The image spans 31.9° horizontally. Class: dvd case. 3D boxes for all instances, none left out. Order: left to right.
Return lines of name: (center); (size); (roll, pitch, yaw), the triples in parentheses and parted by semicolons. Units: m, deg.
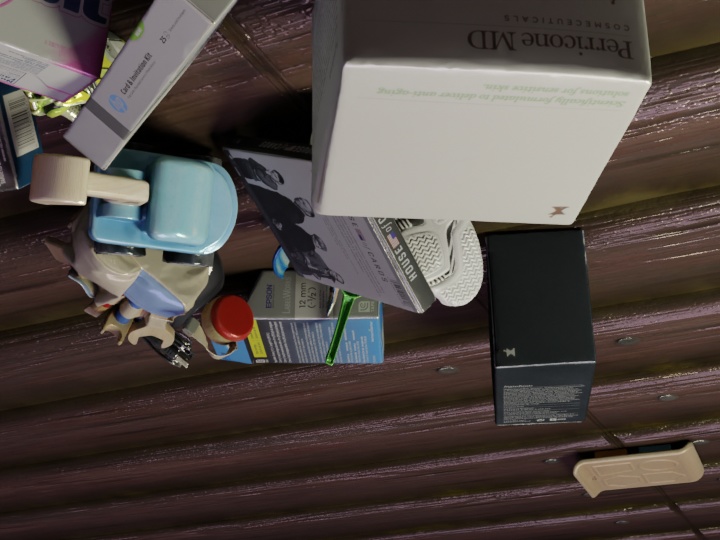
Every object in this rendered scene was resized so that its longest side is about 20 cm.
dvd case: (-0.030, -0.043, 1.076); (0.199, 0.025, 0.151); (15, 140, 55)

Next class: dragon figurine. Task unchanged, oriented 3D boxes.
dragon figurine: (-0.058, -0.027, 1.262); (0.098, 0.060, 0.201); (3, 151, -4)

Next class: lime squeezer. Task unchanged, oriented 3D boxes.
lime squeezer: (0.000, 0.000, 1.323); (0.037, 0.071, 0.202); (27, 119, -1)

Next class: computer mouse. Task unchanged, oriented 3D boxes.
computer mouse: (-0.210, 0.029, 1.336); (0.138, 0.053, 0.200); (42, 140, -3)

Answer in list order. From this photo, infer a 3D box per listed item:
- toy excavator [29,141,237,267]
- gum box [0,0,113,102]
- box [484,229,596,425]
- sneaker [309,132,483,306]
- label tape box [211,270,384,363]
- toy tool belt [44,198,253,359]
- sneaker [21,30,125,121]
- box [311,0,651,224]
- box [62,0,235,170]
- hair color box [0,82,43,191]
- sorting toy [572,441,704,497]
toy excavator: (-0.185, -0.064, 1.050); (0.192, 0.102, 0.200); (7, 176, -22)
gum box: (-0.250, -0.195, 0.808); (0.198, 0.115, 0.066); (17, 162, -33)
box: (0.192, 0.066, 1.366); (0.105, 0.151, 0.201); (-3, 156, 6)
sneaker: (0.024, -0.050, 1.106); (0.200, 0.075, 0.115); (48, 166, -6)
label tape box: (-0.072, 0.054, 1.441); (0.196, 0.067, 0.144); (1, 156, 3)
toy tool belt: (-0.208, 0.014, 1.225); (0.200, 0.126, 0.122); (41, 140, -17)
sneaker: (-0.235, -0.162, 0.940); (0.075, 0.078, 0.199); (-14, 152, 31)
box: (0.069, -0.150, 0.854); (0.196, 0.174, 0.201); (2, 156, -6)
box: (-0.112, -0.170, 0.832); (0.041, 0.157, 0.200); (39, 145, -12)
hair color box: (-0.364, -0.107, 1.020); (0.197, 0.102, 0.061); (-7, -166, 14)
sorting toy: (0.464, 0.327, 2.096); (0.197, 0.037, 0.185); (-14, 153, 17)
